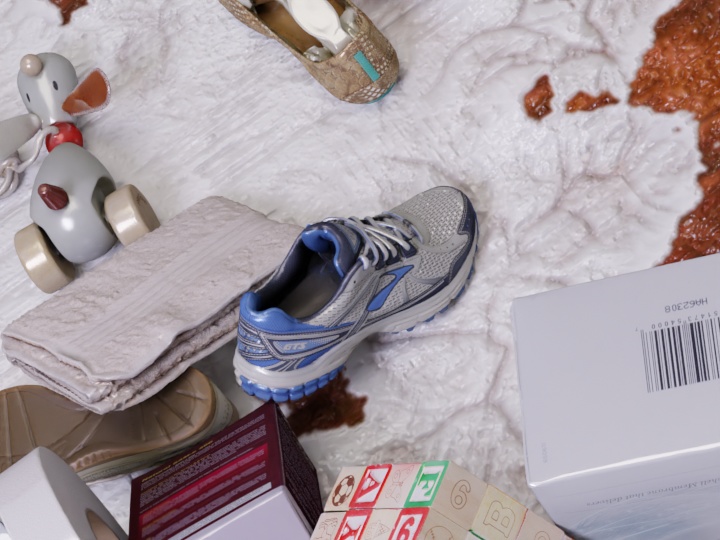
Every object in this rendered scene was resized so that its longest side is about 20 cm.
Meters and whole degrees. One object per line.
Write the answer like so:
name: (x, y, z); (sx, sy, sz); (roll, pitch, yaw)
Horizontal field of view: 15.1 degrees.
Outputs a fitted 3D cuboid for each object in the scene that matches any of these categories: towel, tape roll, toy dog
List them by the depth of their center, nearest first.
tape roll: (-0.147, 0.196, 1.610); (0.037, 0.203, 0.203); (-35, 53, -1)
towel: (-0.128, 0.017, 1.762); (0.200, 0.035, 0.132); (-36, 36, -27)
toy dog: (-0.214, -0.079, 1.869); (0.132, 0.096, 0.200); (-42, 54, -5)

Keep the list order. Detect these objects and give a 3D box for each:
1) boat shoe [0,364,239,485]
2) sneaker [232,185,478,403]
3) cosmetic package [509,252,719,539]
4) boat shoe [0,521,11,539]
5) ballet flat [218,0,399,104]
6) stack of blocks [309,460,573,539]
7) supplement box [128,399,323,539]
boat shoe: (-0.177, 0.109, 1.762); (0.200, 0.065, 0.072); (-13, 68, 16)
sneaker: (0.000, 0.000, 1.720); (0.077, 0.085, 0.200); (31, 57, 34)
cosmetic package: (0.210, 0.092, 1.521); (0.199, 0.200, 0.123); (-13, 58, 16)
boat shoe: (-0.227, 0.222, 1.701); (0.091, 0.071, 0.200); (-44, 61, -7)
ballet flat: (-0.046, -0.189, 1.885); (0.071, 0.065, 0.200); (-46, 54, -7)
stack of blocks: (0.082, 0.181, 1.523); (0.115, 0.200, 0.059); (-12, 49, 58)
supplement box: (-0.080, 0.152, 1.626); (0.109, 0.061, 0.200); (-30, 13, 4)
